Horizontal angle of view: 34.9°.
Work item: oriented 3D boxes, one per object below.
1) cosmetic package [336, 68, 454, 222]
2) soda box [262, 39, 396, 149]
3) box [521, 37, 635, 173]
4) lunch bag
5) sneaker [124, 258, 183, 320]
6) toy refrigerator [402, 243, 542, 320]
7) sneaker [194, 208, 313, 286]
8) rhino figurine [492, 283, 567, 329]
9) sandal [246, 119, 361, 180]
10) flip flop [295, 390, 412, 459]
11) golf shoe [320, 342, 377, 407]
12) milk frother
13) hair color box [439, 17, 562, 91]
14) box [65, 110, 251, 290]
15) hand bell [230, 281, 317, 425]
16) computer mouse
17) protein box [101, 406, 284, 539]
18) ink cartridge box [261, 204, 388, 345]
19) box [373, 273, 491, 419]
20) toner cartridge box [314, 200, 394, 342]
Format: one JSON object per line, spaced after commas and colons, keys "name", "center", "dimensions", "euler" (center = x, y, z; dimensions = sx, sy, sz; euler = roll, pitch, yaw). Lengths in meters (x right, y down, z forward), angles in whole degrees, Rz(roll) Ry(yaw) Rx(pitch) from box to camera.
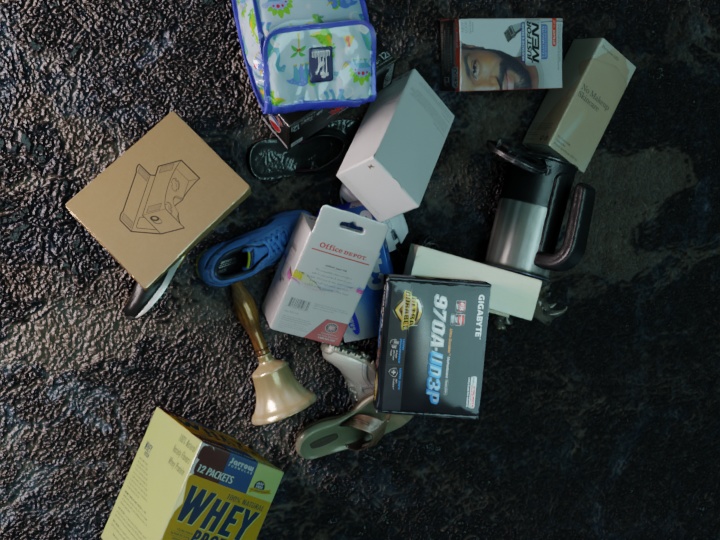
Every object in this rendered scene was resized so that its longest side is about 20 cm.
{"name": "cosmetic package", "center": [0.054, -0.184, 1.674], "dimensions": [0.108, 0.084, 0.202], "euler": [46, 48, -25]}
{"name": "soda box", "center": [-0.046, -0.262, 1.655], "dimensions": [0.199, 0.064, 0.071], "euler": [-35, 71, -19]}
{"name": "box", "center": [0.357, -0.271, 1.873], "dimensions": [0.094, 0.077, 0.202], "euler": [30, 83, -28]}
{"name": "lunch bag", "center": [-0.075, -0.319, 1.579], "dimensions": [0.167, 0.127, 0.203], "euler": [-9, 82, -19]}
{"name": "sneaker", "center": [-0.286, -0.032, 1.579], "dimensions": [0.089, 0.070, 0.202], "euler": [34, 80, -15]}
{"name": "toy refrigerator", "center": [0.166, 0.020, 1.736], "dimensions": [0.197, 0.076, 0.071], "euler": [15, 92, -8]}
{"name": "sneaker", "center": [-0.140, -0.029, 1.646], "dimensions": [0.198, 0.078, 0.067], "euler": [-26, 107, -24]}
{"name": "rhino figurine", "center": [0.230, 0.046, 1.818], "dimensions": [0.196, 0.060, 0.089], "euler": [9, 106, 7]}
{"name": "sandal", "center": [-0.069, -0.171, 1.678], "dimensions": [0.198, 0.048, 0.077], "euler": [-17, 105, -24]}
{"name": "flip flop", "center": [-0.004, 0.242, 1.731], "dimensions": [0.197, 0.058, 0.082], "euler": [-22, 124, -2]}
{"name": "golf shoe", "center": [0.008, 0.179, 1.758], "dimensions": [0.199, 0.078, 0.098], "euler": [32, 88, -27]}
{"name": "milk frother", "center": [0.246, -0.094, 1.786], "dimensions": [0.197, 0.180, 0.191], "euler": [14, 90, -24]}
{"name": "hair color box", "center": [0.223, -0.340, 1.801], "dimensions": [0.197, 0.064, 0.113], "euler": [-7, 101, -26]}
{"name": "box", "center": [-0.271, -0.096, 1.546], "dimensions": [0.163, 0.021, 0.200], "euler": [43, 74, 12]}
{"name": "hand bell", "center": [-0.145, 0.111, 1.667], "dimensions": [0.103, 0.104, 0.203], "euler": [-23, 97, -23]}
{"name": "computer mouse", "center": [0.039, -0.064, 1.754], "dimensions": [0.110, 0.044, 0.201], "euler": [-45, 115, -14]}
{"name": "protein box", "center": [-0.235, 0.325, 1.577], "dimensions": [0.134, 0.198, 0.203], "euler": [26, 85, -28]}
{"name": "ink cartridge box", "center": [-0.050, -0.004, 1.645], "dimensions": [0.115, 0.068, 0.202], "euler": [16, 111, -25]}
{"name": "box", "center": [0.104, 0.111, 1.680], "dimensions": [0.156, 0.046, 0.204], "euler": [5, 97, -6]}
{"name": "toner cartridge box", "center": [0.000, 0.000, 1.718], "dimensions": [0.093, 0.043, 0.203], "euler": [-11, 105, 10]}
